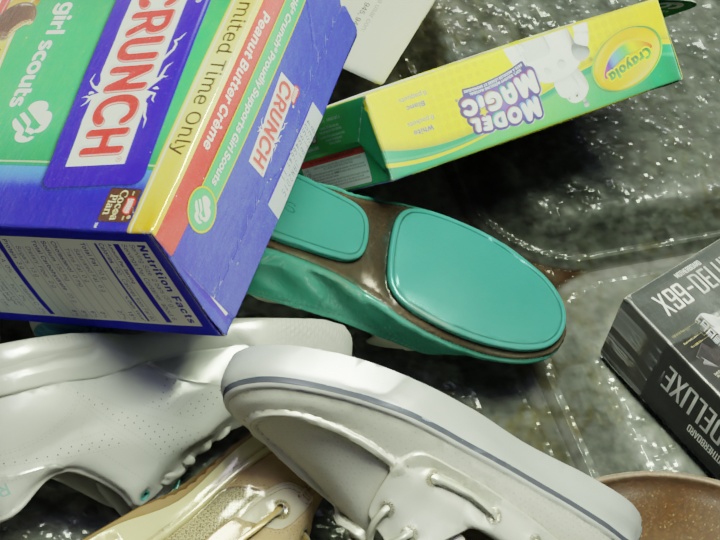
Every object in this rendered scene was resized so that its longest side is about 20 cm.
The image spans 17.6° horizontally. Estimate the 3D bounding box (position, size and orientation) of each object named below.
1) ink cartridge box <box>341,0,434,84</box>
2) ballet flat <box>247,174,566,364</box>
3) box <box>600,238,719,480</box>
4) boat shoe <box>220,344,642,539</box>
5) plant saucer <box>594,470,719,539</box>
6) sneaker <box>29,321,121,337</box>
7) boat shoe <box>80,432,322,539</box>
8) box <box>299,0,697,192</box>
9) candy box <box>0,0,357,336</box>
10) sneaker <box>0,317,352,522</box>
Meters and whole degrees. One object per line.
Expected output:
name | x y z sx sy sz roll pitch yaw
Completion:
ink cartridge box | -0.063 -0.190 1.151 0.199 0.084 0.146 23 23 -23
ballet flat | 0.000 0.000 1.100 0.199 0.070 0.068 21 59 -16
box | 0.242 0.039 1.143 0.199 0.050 0.158 -30 64 -30
boat shoe | 0.026 0.099 0.975 0.199 0.071 0.070 29 59 -19
plant saucer | 0.141 0.182 1.020 0.199 0.037 0.201 7 52 -9
sneaker | -0.116 -0.042 1.117 0.080 0.077 0.201 6 53 24
boat shoe | -0.055 0.119 1.007 0.199 0.071 0.065 -29 76 -28
box | 0.067 -0.087 1.159 0.199 0.117 0.049 -22 96 -25
candy box | -0.123 -0.064 1.033 0.199 0.077 0.170 3 56 31
sneaker | -0.089 0.068 1.043 0.199 0.075 0.089 -7 87 -34
